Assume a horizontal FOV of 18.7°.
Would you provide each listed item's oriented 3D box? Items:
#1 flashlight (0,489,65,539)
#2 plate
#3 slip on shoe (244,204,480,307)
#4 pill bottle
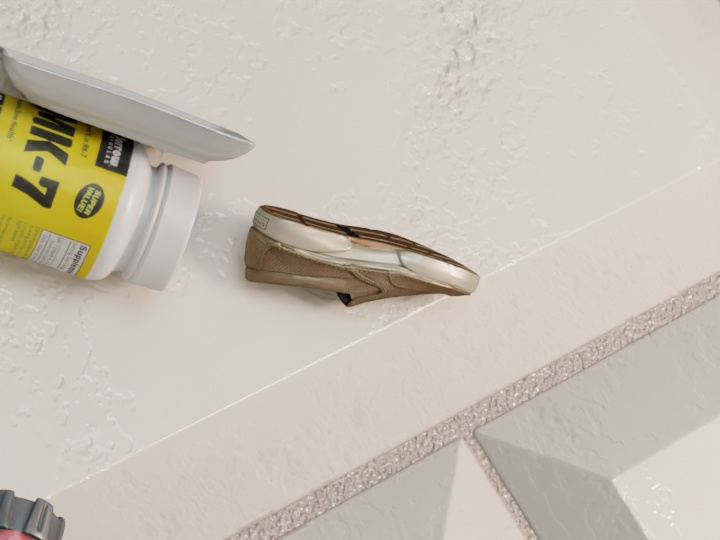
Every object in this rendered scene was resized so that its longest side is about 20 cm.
[{"bbox_3d":[-0.262,0.256,1.530,0.068,0.068,0.201,17,58,-8],"label":"flashlight"},{"bbox_3d":[-0.189,-0.125,1.701,0.199,0.200,0.033,20,94,-13],"label":"plate"},{"bbox_3d":[0.000,0.000,1.777,0.199,0.076,0.061,13,100,-25],"label":"slip on shoe"},{"bbox_3d":[-0.230,-0.060,1.675,0.199,0.114,0.115,19,59,-13],"label":"pill bottle"}]
